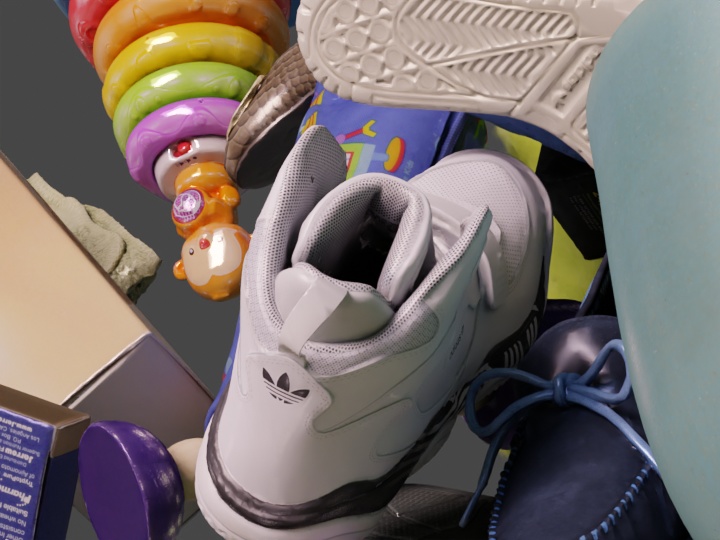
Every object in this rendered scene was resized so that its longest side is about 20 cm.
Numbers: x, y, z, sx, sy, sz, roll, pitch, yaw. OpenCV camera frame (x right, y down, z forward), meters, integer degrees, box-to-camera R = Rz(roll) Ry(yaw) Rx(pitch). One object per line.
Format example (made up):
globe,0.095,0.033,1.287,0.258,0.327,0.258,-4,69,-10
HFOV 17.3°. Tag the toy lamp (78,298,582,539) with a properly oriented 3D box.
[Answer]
toy lamp,0.002,0.051,0.833,0.199,0.059,0.058,-17,23,-30

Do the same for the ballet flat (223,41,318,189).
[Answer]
ballet flat,0.005,-0.113,1.062,0.046,0.067,0.200,41,73,14

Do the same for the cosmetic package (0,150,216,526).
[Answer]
cosmetic package,-0.136,0.021,1.002,0.071,0.105,0.200,-41,49,-4

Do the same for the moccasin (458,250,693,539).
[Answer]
moccasin,0.073,0.046,0.775,0.080,0.068,0.200,-14,18,18

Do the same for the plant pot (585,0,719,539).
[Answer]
plant pot,0.165,0.017,0.676,0.200,0.200,0.162,-18,54,31

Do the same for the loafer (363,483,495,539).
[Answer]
loafer,0.067,0.120,0.784,0.072,0.063,0.200,-20,21,-38

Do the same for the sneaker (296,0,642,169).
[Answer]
sneaker,0.087,-0.077,0.857,0.199,0.077,0.111,15,21,19

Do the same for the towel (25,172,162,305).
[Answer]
towel,-0.191,0.044,1.124,0.200,0.037,0.148,-50,34,-11

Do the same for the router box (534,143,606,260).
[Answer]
router box,0.157,-0.107,0.933,0.149,0.051,0.201,-13,44,32

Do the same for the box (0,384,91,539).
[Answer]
box,-0.179,0.133,0.910,0.121,0.032,0.201,17,103,19

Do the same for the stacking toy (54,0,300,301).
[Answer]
stacking toy,-0.076,-0.070,1.099,0.116,0.110,0.201,-19,54,15

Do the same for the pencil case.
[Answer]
pencil case,0.000,0.000,0.947,0.087,0.078,0.201,-15,43,33

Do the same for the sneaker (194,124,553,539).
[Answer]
sneaker,0.018,-0.003,0.769,0.075,0.115,0.200,27,45,13
